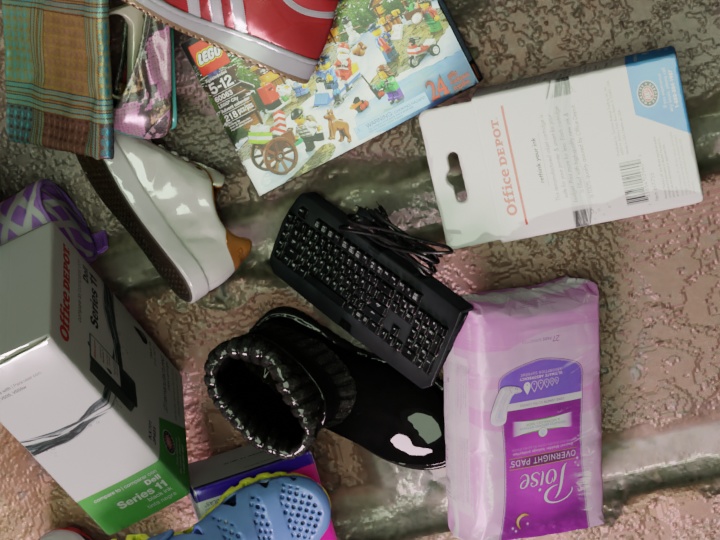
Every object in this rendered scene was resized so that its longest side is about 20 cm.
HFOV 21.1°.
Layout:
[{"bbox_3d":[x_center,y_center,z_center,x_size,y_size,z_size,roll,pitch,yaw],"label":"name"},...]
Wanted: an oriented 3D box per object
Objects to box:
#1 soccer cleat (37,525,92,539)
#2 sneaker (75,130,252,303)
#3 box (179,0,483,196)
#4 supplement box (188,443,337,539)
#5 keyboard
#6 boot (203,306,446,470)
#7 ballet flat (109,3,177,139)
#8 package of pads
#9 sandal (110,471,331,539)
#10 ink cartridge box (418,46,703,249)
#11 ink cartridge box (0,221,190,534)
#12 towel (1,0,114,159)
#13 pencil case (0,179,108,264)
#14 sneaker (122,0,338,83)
[{"bbox_3d":[-0.188,0.282,1.610,0.199,0.085,0.069,31,105,-3],"label":"soccer cleat"},{"bbox_3d":[-0.163,-0.074,1.551,0.084,0.073,0.200,-35,87,-21],"label":"sneaker"},{"bbox_3d":[-0.023,-0.164,1.512,0.199,0.038,0.137,-27,97,13],"label":"box"},{"bbox_3d":[-0.067,0.245,1.565,0.101,0.103,0.201,-17,99,-9],"label":"supplement box"},{"bbox_3d":[0.000,0.000,1.492,0.200,0.040,0.105,35,108,36],"label":"keyboard"},{"bbox_3d":[-0.016,0.108,1.508,0.210,0.158,0.080,25,102,4],"label":"boot"},{"bbox_3d":[-0.173,-0.203,1.495,0.071,0.069,0.201,2,96,-21],"label":"ballet flat"},{"bbox_3d":[0.126,0.108,1.511,0.120,0.076,0.201,-7,103,-21],"label":"package of pads"},{"bbox_3d":[-0.111,0.217,1.459,0.199,0.087,0.080,-26,99,-7],"label":"sandal"},{"bbox_3d":[0.155,-0.094,1.485,0.199,0.068,0.117,-11,101,10],"label":"ink cartridge box"},{"bbox_3d":[-0.220,0.083,1.503,0.083,0.147,0.200,-26,128,13],"label":"ink cartridge box"},{"bbox_3d":[-0.240,-0.193,1.504,0.146,0.022,0.201,13,108,48],"label":"towel"},{"bbox_3d":[-0.310,0.006,1.575,0.199,0.084,0.086,-30,132,16],"label":"pencil case"},{"bbox_3d":[-0.103,-0.227,1.435,0.199,0.071,0.113,22,102,-24],"label":"sneaker"}]
